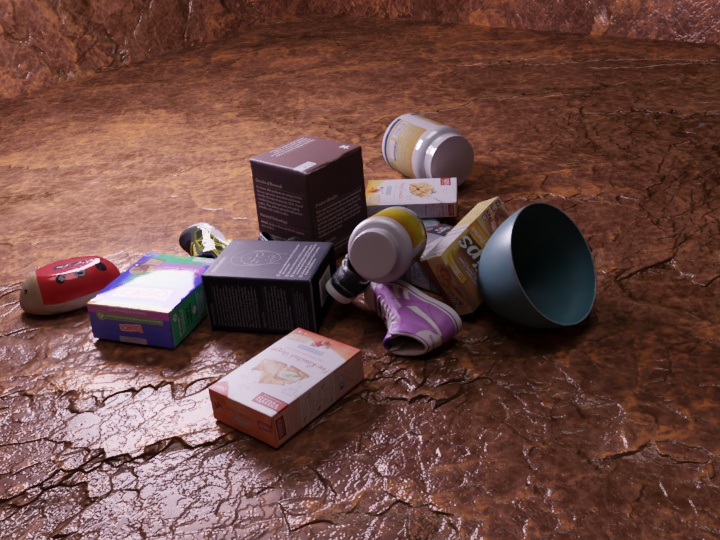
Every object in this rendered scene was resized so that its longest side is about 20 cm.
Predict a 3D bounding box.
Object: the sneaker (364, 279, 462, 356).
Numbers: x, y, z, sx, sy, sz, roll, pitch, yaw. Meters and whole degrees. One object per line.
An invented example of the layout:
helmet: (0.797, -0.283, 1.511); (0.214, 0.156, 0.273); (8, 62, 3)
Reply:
sneaker: (0.055, 0.077, 1.404); (0.114, 0.073, 0.199); (-32, 35, -33)

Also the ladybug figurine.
ladybug figurine: (-0.544, 0.022, 1.621); (0.198, 0.073, 0.136); (-16, 28, -20)

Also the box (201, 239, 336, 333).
box: (-0.154, 0.026, 1.501); (0.197, 0.108, 0.149); (3, 28, 14)

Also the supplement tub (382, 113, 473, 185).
supplement tub: (0.156, -0.274, 1.989); (0.143, 0.146, 0.200); (-18, 29, -24)

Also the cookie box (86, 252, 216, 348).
cookie box: (-0.356, 0.049, 1.530); (0.169, 0.076, 0.200); (5, 30, 19)

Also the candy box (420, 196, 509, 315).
candy box: (0.200, -0.026, 1.485); (0.055, 0.116, 0.200); (-17, 20, 49)

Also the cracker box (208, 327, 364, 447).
cracker box: (-0.107, 0.167, 1.270); (0.133, 0.058, 0.199); (15, 34, 36)

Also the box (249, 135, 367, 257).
box: (-0.098, -0.140, 1.713); (0.163, 0.202, 0.165); (17, 33, 38)

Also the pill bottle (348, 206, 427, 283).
pill bottle: (0.044, -0.042, 1.442); (0.108, 0.111, 0.200); (2, 11, 14)

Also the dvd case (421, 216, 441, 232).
dvd case: (0.082, -0.103, 1.804); (0.144, 0.022, 0.200); (-11, 26, -10)

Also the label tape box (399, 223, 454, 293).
label tape box: (0.136, -0.029, 1.601); (0.199, 0.067, 0.143); (22, 37, 39)

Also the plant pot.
plant pot: (0.268, 0.007, 1.402); (0.199, 0.202, 0.134); (-31, 3, -40)

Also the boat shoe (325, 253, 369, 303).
boat shoe: (0.000, 0.000, 1.527); (0.075, 0.060, 0.200); (39, 23, -3)

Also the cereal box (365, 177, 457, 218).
cereal box: (0.108, -0.154, 1.833); (0.197, 0.040, 0.144); (-2, 26, 7)

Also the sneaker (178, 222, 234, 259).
sneaker: (-0.302, -0.037, 1.689); (0.199, 0.075, 0.084); (18, 35, 38)

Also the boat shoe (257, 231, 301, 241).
boat shoe: (-0.135, -0.033, 1.636); (0.074, 0.067, 0.198); (14, 3, -42)
